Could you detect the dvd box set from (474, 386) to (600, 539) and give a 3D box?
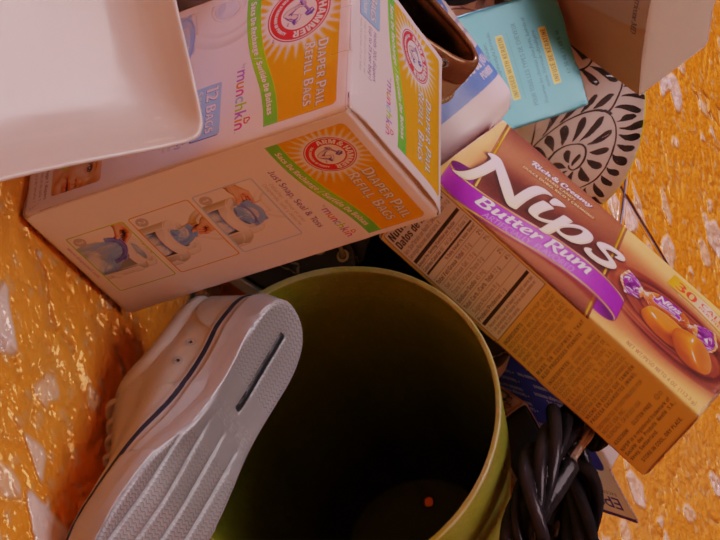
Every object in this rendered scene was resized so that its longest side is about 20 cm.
[{"bbox_3d":[0.075,0.113,1.648,0.147,0.029,0.200,61,-13,-27],"label":"dvd box set"}]

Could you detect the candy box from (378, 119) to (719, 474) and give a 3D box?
[{"bbox_3d":[0.118,0.012,1.493,0.200,0.056,0.117,43,31,6],"label":"candy box"}]

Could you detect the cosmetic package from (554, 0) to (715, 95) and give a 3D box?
[{"bbox_3d":[0.137,-0.217,1.739,0.071,0.200,0.105,-37,150,-25],"label":"cosmetic package"}]

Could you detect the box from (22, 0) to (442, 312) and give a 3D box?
[{"bbox_3d":[-0.064,-0.072,1.410,0.101,0.200,0.113,47,36,-45],"label":"box"}]

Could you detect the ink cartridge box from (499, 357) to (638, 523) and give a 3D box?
[{"bbox_3d":[0.085,0.054,1.677,0.047,0.197,0.200,-44,120,-20],"label":"ink cartridge box"}]

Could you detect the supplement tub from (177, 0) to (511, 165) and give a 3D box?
[{"bbox_3d":[-0.016,-0.141,1.578,0.200,0.132,0.132,53,28,-7],"label":"supplement tub"}]

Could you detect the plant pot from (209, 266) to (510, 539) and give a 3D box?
[{"bbox_3d":[0.009,0.124,1.509,0.200,0.187,0.188,60,24,-59],"label":"plant pot"}]

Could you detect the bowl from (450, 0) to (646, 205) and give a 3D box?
[{"bbox_3d":[0.090,-0.124,1.825,0.094,0.201,0.201,-15,89,-41],"label":"bowl"}]

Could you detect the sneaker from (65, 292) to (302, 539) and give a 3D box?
[{"bbox_3d":[-0.103,0.092,1.395,0.200,0.071,0.073,-54,132,-34],"label":"sneaker"}]

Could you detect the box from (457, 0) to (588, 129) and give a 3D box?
[{"bbox_3d":[0.042,-0.115,1.698,0.200,0.049,0.083,-19,94,-24],"label":"box"}]

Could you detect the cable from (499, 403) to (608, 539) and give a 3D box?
[{"bbox_3d":[0.097,0.173,1.480,0.163,0.051,0.201,-13,122,-76],"label":"cable"}]

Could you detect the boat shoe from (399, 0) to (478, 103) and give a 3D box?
[{"bbox_3d":[-0.010,-0.170,1.462,0.200,0.074,0.076,48,32,-17],"label":"boat shoe"}]

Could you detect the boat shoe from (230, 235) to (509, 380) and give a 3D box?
[{"bbox_3d":[0.001,-0.002,1.540,0.201,0.060,0.072,24,46,1],"label":"boat shoe"}]

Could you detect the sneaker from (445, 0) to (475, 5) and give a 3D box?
[{"bbox_3d":[0.054,-0.245,1.657,0.200,0.071,0.099,-83,158,-43],"label":"sneaker"}]

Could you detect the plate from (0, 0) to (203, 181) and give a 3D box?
[{"bbox_3d":[-0.187,-0.141,1.289,0.200,0.032,0.200,-15,97,-30],"label":"plate"}]
